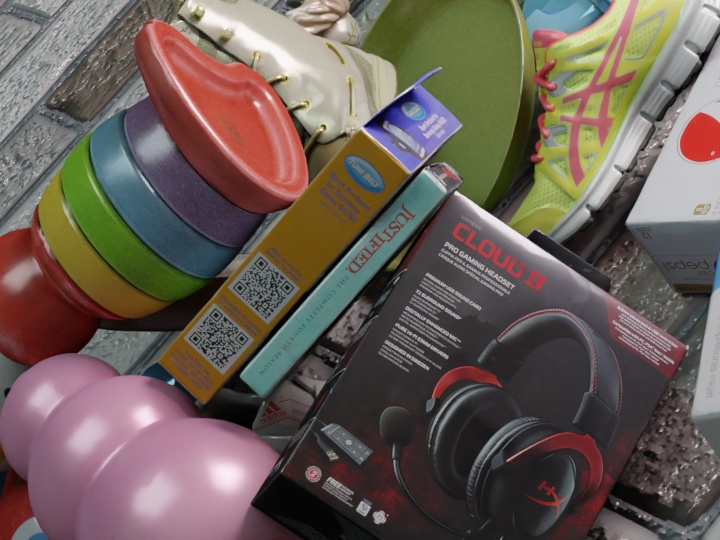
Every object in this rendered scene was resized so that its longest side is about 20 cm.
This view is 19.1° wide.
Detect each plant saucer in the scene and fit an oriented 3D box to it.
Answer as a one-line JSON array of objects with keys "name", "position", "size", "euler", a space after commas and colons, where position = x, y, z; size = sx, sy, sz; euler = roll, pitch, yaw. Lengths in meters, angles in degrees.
[{"name": "plant saucer", "position": [-0.098, 0.013, 1.332], "size": [0.200, 0.200, 0.037], "euler": [2, 96, 46]}, {"name": "plant saucer", "position": [0.050, -0.094, 1.335], "size": [0.200, 0.031, 0.201], "euler": [-27, 56, 50]}]

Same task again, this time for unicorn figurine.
[{"name": "unicorn figurine", "position": [-0.029, -0.139, 1.466], "size": [0.137, 0.074, 0.200], "euler": [-45, 0, -9]}]

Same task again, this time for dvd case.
[{"name": "dvd case", "position": [0.000, 0.000, 1.182], "size": [0.146, 0.022, 0.200], "euler": [-48, 0, 6]}]

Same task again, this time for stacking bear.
[{"name": "stacking bear", "position": [-0.136, -0.023, 1.191], "size": [0.200, 0.121, 0.114], "euler": [-39, 58, 20]}]

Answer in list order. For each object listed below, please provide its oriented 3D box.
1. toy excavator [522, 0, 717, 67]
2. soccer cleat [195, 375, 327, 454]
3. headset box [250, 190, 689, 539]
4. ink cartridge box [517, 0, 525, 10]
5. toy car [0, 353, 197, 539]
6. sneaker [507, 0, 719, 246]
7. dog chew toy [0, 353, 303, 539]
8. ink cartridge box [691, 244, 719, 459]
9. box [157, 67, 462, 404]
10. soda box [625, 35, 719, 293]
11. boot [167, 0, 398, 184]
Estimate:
[{"name": "toy excavator", "position": [0.124, -0.148, 1.342], "size": [0.200, 0.100, 0.195], "euler": [-47, 32, 7]}, {"name": "soccer cleat", "position": [-0.013, 0.094, 1.194], "size": [0.199, 0.085, 0.069], "euler": [-2, 51, 45]}, {"name": "headset box", "position": [0.061, 0.070, 1.083], "size": [0.200, 0.148, 0.075], "euler": [-57, 2, -24]}, {"name": "ink cartridge box", "position": [0.079, -0.283, 1.432], "size": [0.087, 0.200, 0.146], "euler": [-16, 40, 32]}, {"name": "toy car", "position": [-0.204, 0.101, 1.274], "size": [0.184, 0.200, 0.177], "euler": [-30, 35, 16]}, {"name": "sneaker", "position": [0.128, -0.098, 1.231], "size": [0.201, 0.090, 0.078], "euler": [-58, 0, 6]}, {"name": "dog chew toy", "position": [-0.121, 0.115, 1.147], "size": [0.200, 0.125, 0.125], "euler": [35, 77, 33]}, {"name": "ink cartridge box", "position": [0.272, 0.033, 0.927], "size": [0.199, 0.146, 0.147], "euler": [-15, 42, 33]}, {"name": "box", "position": [-0.018, -0.024, 1.146], "size": [0.200, 0.041, 0.119], "euler": [-46, 0, 23]}, {"name": "soda box", "position": [0.223, -0.082, 1.183], "size": [0.068, 0.064, 0.201], "euler": [-1, 49, 45]}, {"name": "boot", "position": [-0.053, -0.098, 1.278], "size": [0.072, 0.154, 0.200], "euler": [-52, 20, 28]}]
